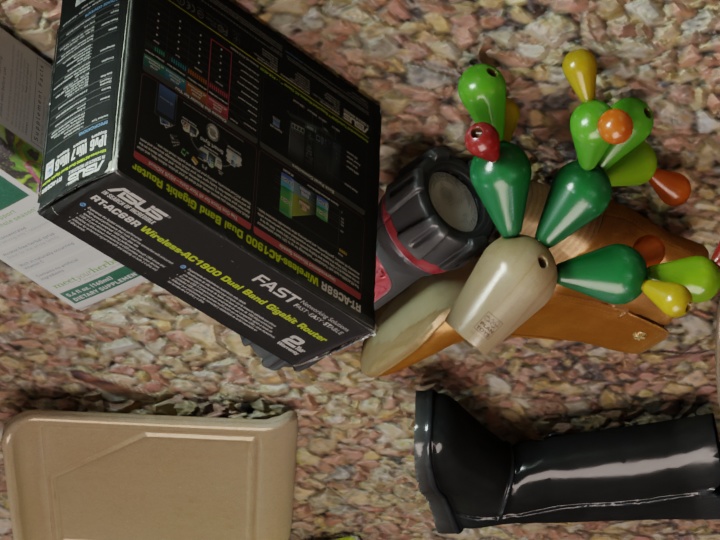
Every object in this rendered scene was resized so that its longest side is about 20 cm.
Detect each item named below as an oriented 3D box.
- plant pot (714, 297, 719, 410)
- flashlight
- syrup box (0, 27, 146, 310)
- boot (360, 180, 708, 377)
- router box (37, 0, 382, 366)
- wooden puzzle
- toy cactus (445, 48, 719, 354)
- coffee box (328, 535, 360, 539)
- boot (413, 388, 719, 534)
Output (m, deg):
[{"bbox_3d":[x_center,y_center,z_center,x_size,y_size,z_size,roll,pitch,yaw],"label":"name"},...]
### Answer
[{"bbox_3d":[0.340,0.060,1.485,0.199,0.188,0.188,-5,148,-17],"label":"plant pot"},{"bbox_3d":[0.000,0.000,1.483,0.068,0.068,0.200,44,134,-12],"label":"flashlight"},{"bbox_3d":[-0.192,-0.064,1.376,0.078,0.082,0.200,-23,141,30],"label":"syrup box"},{"bbox_3d":[0.105,0.027,1.511,0.144,0.071,0.201,23,135,-25],"label":"boot"},{"bbox_3d":[-0.074,-0.059,1.318,0.062,0.151,0.200,-25,138,35],"label":"router box"},{"bbox_3d":[-0.145,0.145,1.733,0.199,0.037,0.185,-1,146,-5],"label":"wooden puzzle"},{"bbox_3d":[0.116,-0.022,1.382,0.200,0.102,0.165,38,92,-30],"label":"toy cactus"},{"bbox_3d":[-0.060,0.342,1.871,0.199,0.201,0.198,-12,144,18],"label":"coffee box"},{"bbox_3d":[0.141,0.123,1.659,0.199,0.066,0.165,-2,155,10],"label":"boot"}]
